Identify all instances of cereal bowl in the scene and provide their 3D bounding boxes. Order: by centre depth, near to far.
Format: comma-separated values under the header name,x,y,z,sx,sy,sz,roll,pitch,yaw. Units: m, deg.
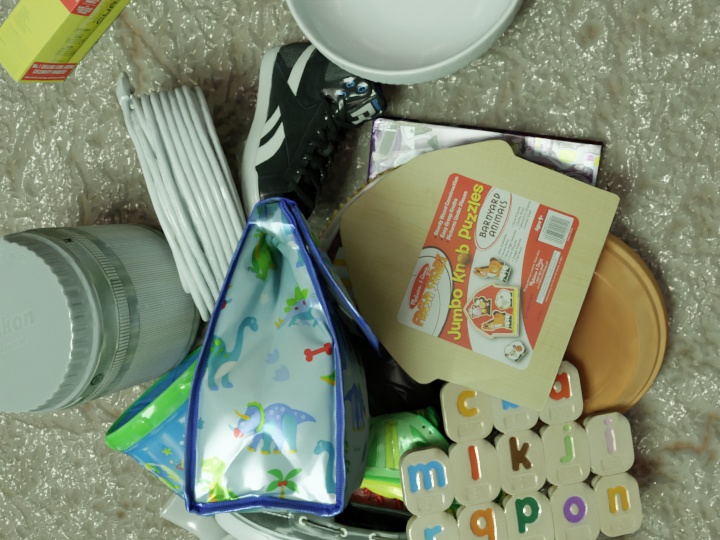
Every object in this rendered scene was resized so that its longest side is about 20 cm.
name,x,y,z,sx,sy,sz,roll,pitch,yaw
cereal bowl,0.039,-0.243,0.668,0.198,0.083,0.202,0,87,9

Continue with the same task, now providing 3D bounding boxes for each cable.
name,x,y,z,sx,sy,sz,roll,pitch,yaw
cable,-0.144,-0.060,0.735,0.069,0.200,0.201,-19,133,-11

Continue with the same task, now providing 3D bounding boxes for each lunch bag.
name,x,y,z,sx,sy,sz,roll,pitch,yaw
lunch bag,-0.048,0.064,0.599,0.126,0.170,0.202,-2,80,2

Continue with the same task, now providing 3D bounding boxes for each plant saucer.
name,x,y,z,sx,sy,sz,roll,pitch,yaw
plant saucer,0.156,0.053,0.711,0.198,0.037,0.202,8,115,19

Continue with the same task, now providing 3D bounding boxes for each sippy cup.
name,x,y,z,sx,sy,sz,roll,pitch,yaw
sippy cup,-0.156,0.163,0.821,0.140,0.178,0.131,-42,98,-11

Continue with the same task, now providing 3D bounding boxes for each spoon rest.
name,x,y,z,sx,sy,sz,roll,pitch,yaw
spoon rest,-0.132,0.276,0.830,0.100,0.199,0.061,-52,123,-14

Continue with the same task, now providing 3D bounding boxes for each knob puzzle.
name,x,y,z,sx,sy,sz,roll,pitch,yaw
knob puzzle,0.078,-0.007,0.663,0.217,0.030,0.222,0,86,6

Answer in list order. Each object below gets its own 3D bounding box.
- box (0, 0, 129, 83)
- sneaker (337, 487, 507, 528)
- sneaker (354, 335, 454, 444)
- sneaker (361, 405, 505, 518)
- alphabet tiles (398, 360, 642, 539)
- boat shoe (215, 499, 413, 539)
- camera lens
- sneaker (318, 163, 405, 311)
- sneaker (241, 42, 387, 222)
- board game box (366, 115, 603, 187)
name,x,y,z,sx,sy,sz,roll,pitch,yaw
box,-0.261,-0.263,0.789,0.200,0.075,0.050,-40,87,22
sneaker,0.027,0.203,0.750,0.198,0.078,0.116,-23,103,10
sneaker,0.033,0.092,0.764,0.199,0.076,0.091,35,107,8
sneaker,0.030,0.147,0.704,0.198,0.074,0.084,22,87,1
alphabet tiles,0.130,0.177,0.669,0.198,0.015,0.198,-8,89,-13
boat shoe,-0.025,0.212,0.711,0.198,0.069,0.057,14,98,10
camera lens,-0.257,0.039,0.780,0.158,0.200,0.162,2,96,21
sneaker,0.000,0.000,0.721,0.090,0.075,0.200,46,111,9
sneaker,-0.033,-0.111,0.703,0.111,0.073,0.202,-7,69,23
board game box,0.101,-0.063,0.730,0.198,0.032,0.121,10,109,17
